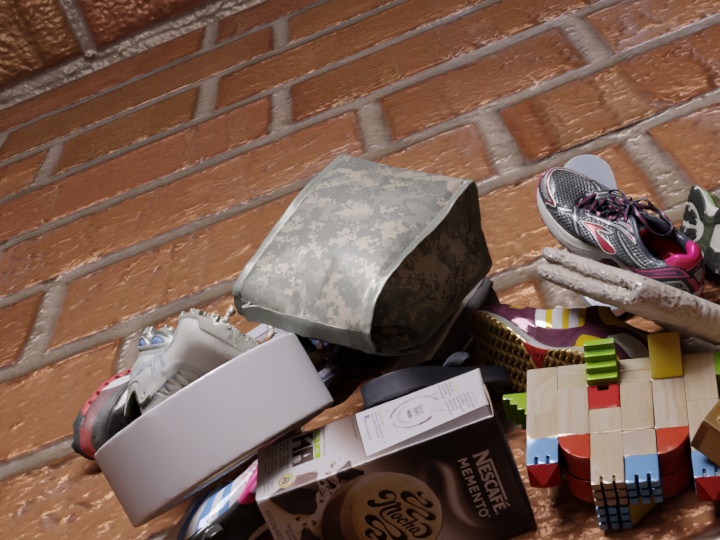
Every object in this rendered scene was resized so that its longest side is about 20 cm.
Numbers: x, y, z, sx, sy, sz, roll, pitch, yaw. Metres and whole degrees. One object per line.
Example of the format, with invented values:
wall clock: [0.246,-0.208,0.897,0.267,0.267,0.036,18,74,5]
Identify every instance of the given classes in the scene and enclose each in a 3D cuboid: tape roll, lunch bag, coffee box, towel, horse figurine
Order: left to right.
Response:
tape roll: [-0.121,0.133,1.137,0.201,0.071,0.203,-32,-7,-4]
horse figurine: [-0.083,0.098,1.273,0.197,0.050,0.134,6,51,25]
lunch bag: [0.000,0.000,1.221,0.162,0.119,0.200,14,44,35]
coffee box: [0.027,0.175,1.083,0.197,0.114,0.080,-21,23,6]
towel: [0.238,0.025,1.132,0.200,0.131,0.035,-153,82,-73]

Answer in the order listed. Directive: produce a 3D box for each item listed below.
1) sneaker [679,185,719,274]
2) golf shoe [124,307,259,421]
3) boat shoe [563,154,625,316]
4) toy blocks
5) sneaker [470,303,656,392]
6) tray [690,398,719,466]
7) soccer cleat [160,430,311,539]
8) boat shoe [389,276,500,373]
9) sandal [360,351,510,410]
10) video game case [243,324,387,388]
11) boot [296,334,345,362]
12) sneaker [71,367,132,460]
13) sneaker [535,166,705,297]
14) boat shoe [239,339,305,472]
sneaker: [0.361,-0.027,1.286,0.087,0.078,0.200,14,12,-8]
golf shoe: [-0.156,0.096,1.214,0.199,0.078,0.098,-26,38,60]
boat shoe: [0.237,-0.023,1.360,0.072,0.069,0.201,-10,49,1]
toy blocks: [0.205,0.136,1.044,0.197,0.101,0.138,-7,40,14]
sneaker: [0.186,0.067,1.229,0.089,0.076,0.199,-26,28,-29]
tray: [0.340,0.089,1.007,0.098,0.037,0.200,35,54,20]
soccer cleat: [-0.105,0.203,1.199,0.199,0.071,0.086,-37,26,-28]
boat shoe: [0.087,0.077,1.313,0.067,0.057,0.200,-28,18,47]
sandal: [0.071,0.091,1.179,0.075,0.043,0.199,-27,-18,27]
video game case: [-0.013,0.056,1.480,0.180,0.026,0.199,-33,25,-20]
boot: [-0.050,0.040,1.434,0.090,0.073,0.199,-45,20,-13]
sneaker: [-0.218,0.135,1.443,0.199,0.072,0.097,-35,24,-28]
sneaker: [0.250,-0.044,1.281,0.080,0.075,0.199,-38,56,-22]
boat shoe: [-0.103,0.133,1.338,0.075,0.075,0.200,-23,23,0]
